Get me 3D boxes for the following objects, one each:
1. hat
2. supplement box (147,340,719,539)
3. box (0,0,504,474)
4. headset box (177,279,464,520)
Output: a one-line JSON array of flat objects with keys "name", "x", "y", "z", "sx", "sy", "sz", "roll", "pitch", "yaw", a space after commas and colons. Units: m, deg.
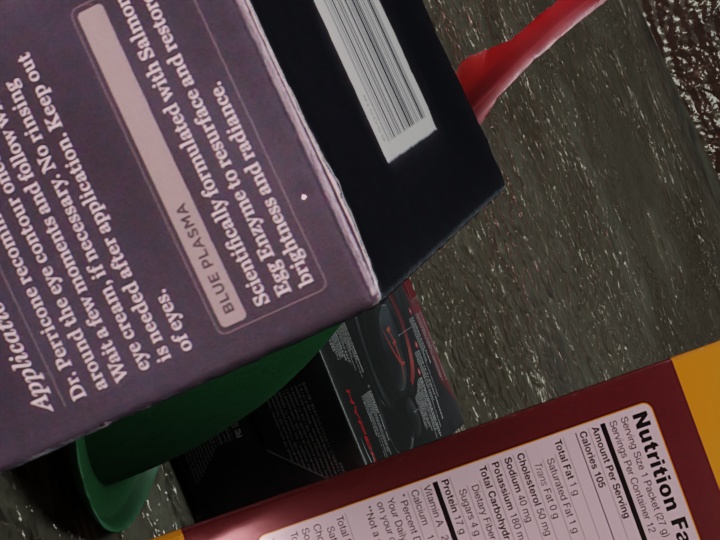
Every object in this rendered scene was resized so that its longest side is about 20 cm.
[{"name": "hat", "x": 0.000, "y": 0.000, "z": 1.006, "sx": 0.166, "sy": 0.175, "sz": 0.202, "roll": -55, "pitch": 149, "yaw": -71}, {"name": "supplement box", "x": 0.039, "y": 0.132, "z": 0.938, "sx": 0.197, "sy": 0.199, "sz": 0.134, "roll": 99, "pitch": -28, "yaw": -78}, {"name": "box", "x": -0.081, "y": -0.020, "z": 0.830, "sx": 0.118, "sy": 0.199, "sz": 0.197, "roll": 65, "pitch": 16, "yaw": -4}, {"name": "headset box", "x": -0.029, "y": 0.023, "z": 1.203, "sx": 0.150, "sy": 0.075, "sz": 0.200, "roll": 68, "pitch": 15, "yaw": -2}]
